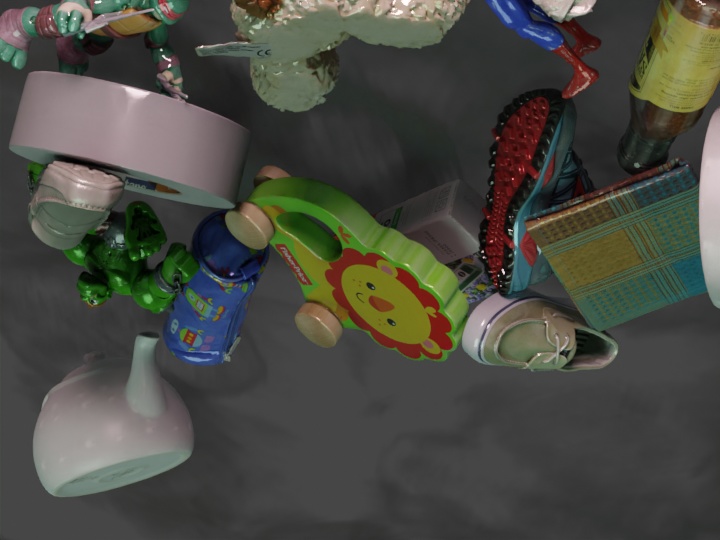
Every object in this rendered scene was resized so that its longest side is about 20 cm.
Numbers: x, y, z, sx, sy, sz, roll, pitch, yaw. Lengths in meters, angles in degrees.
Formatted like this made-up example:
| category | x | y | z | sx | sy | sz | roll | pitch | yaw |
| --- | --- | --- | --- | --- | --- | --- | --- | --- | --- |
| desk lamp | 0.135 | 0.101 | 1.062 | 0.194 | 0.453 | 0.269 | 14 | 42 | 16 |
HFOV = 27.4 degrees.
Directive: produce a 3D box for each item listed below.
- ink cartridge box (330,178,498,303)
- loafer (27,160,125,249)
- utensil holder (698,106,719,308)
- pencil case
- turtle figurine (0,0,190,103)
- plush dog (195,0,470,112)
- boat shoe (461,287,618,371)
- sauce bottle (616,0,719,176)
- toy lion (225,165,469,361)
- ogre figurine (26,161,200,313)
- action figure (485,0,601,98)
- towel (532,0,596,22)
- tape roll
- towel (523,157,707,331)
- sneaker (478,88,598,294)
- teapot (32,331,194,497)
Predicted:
| category | x | y | z | sx | sy | sz | roll | pitch | yaw |
| --- | --- | --- | --- | --- | --- | --- | --- | --- | --- |
| ink cartridge box | 0.051 | -0.007 | 1.382 | 0.199 | 0.051 | 0.109 | -22 | 128 | 41 |
| loafer | -0.241 | -0.052 | 1.232 | 0.069 | 0.071 | 0.200 | 14 | 176 | -16 |
| utensil holder | 0.366 | -0.046 | 1.097 | 0.198 | 0.171 | 0.171 | 0 | 141 | 26 |
| pencil case | -0.145 | 0.025 | 1.484 | 0.087 | 0.078 | 0.201 | 44 | 147 | 12 |
| turtle figurine | -0.196 | -0.196 | 1.193 | 0.199 | 0.102 | 0.149 | -2 | 156 | 40 |
| plush dog | -0.037 | -0.232 | 1.020 | 0.199 | 0.174 | 0.160 | -24 | 147 | 38 |
| boat shoe | 0.168 | 0.057 | 1.331 | 0.062 | 0.073 | 0.199 | 32 | -160 | 35 |
| sauce bottle | 0.235 | -0.146 | 1.105 | 0.065 | 0.066 | 0.201 | 16 | 143 | 2 |
| toy lion | 0.000 | 0.000 | 1.299 | 0.191 | 0.069 | 0.201 | 1 | 135 | 46 |
| ogre figurine | -0.239 | -0.024 | 1.443 | 0.198 | 0.099 | 0.120 | 14 | 145 | 8 |
| action figure | 0.082 | -0.199 | 1.099 | 0.098 | 0.066 | 0.200 | -27 | 126 | 34 |
| towel | 0.102 | -0.266 | 0.933 | 0.200 | 0.034 | 0.133 | 42 | 113 | 4 |
| tape roll | -0.195 | -0.109 | 1.260 | 0.198 | 0.067 | 0.200 | 14 | 177 | 1 |
| towel | 0.233 | -0.019 | 1.244 | 0.145 | 0.022 | 0.200 | -21 | 146 | 16 |
| sneaker | 0.159 | -0.074 | 1.247 | 0.095 | 0.080 | 0.201 | -11 | 136 | -21 |
| teapot | -0.292 | 0.166 | 1.687 | 0.198 | 0.147 | 0.198 | -19 | 165 | 1 |
